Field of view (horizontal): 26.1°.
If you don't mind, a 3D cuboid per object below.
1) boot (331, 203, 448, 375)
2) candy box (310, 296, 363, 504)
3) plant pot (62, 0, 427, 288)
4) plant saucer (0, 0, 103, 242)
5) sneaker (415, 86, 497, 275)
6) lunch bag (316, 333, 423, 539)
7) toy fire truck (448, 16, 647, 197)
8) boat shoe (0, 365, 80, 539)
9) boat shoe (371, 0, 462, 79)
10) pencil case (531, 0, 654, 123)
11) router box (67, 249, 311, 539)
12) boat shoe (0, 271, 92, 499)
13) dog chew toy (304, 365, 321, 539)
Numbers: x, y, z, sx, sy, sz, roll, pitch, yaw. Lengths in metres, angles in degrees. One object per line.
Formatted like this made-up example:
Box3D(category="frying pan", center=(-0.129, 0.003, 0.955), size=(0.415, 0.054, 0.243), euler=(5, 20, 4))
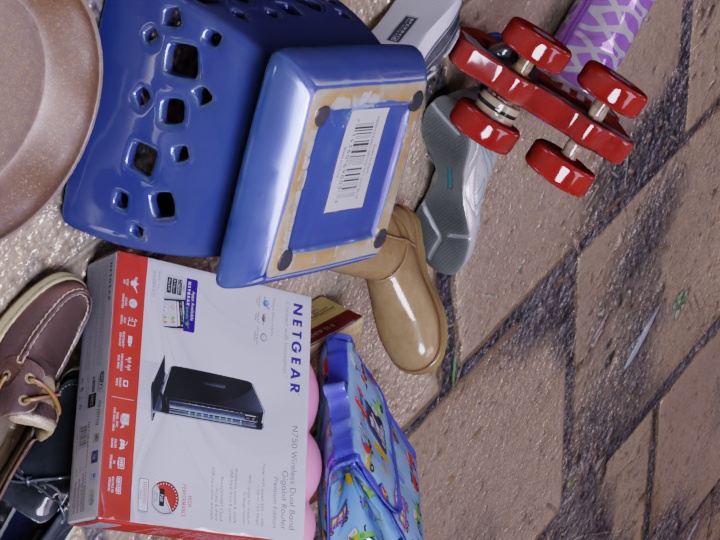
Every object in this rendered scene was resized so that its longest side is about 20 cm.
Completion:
Box3D(category="boot", center=(0.000, 0.000, 1.386), size=(0.200, 0.066, 0.176), euler=(21, 52, -62))
Box3D(category="candy box", center=(-0.064, 0.136, 1.452), size=(0.115, 0.055, 0.200), euler=(-27, 134, -49))
Box3D(category="plant pot", center=(-0.073, -0.101, 1.126), size=(0.200, 0.180, 0.200), euler=(-12, 123, -53))
Box3D(category="plant saucer", center=(-0.248, -0.107, 0.987), size=(0.200, 0.037, 0.201), euler=(-37, 142, -37))
Box3D(category="sneaker", center=(0.103, -0.087, 1.528), size=(0.080, 0.070, 0.201), euler=(-33, 138, -46))
Box3D(category="lunch bag", center=(-0.007, 0.164, 1.365), size=(0.151, 0.094, 0.200), euler=(-93, 171, -47))
Box3D(category="toy fire truck", center=(0.165, -0.167, 1.454), size=(0.112, 0.200, 0.168), euler=(-58, -166, 16))
Box3D(category="boat shoe", center=(-0.242, 0.165, 1.177), size=(0.200, 0.075, 0.062), euler=(-63, 157, 9))
Box3D(category="boat shoe", center=(0.026, -0.172, 1.345), size=(0.200, 0.072, 0.068), euler=(-54, 149, -30))
Box3D(category="pencil case", center=(0.233, -0.240, 1.610), size=(0.085, 0.084, 0.200), euler=(37, 79, -37))
Box3D(category="router box", center=(-0.125, 0.101, 1.177), size=(0.179, 0.049, 0.201), euler=(14, 68, -35))
Box3D(category="boat shoe", center=(-0.244, 0.098, 1.119), size=(0.200, 0.072, 0.072), euler=(-57, 150, -11))
Box3D(category="dog chew toy", center=(-0.088, 0.154, 1.294), size=(0.124, 0.124, 0.200), euler=(25, 50, -61))
